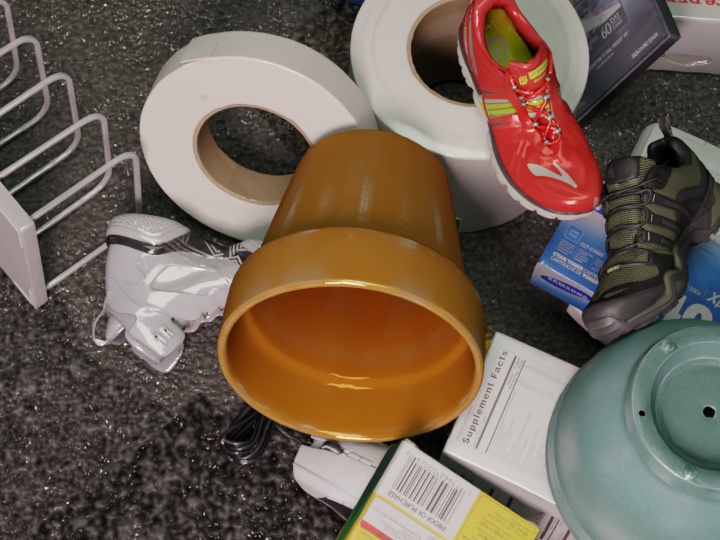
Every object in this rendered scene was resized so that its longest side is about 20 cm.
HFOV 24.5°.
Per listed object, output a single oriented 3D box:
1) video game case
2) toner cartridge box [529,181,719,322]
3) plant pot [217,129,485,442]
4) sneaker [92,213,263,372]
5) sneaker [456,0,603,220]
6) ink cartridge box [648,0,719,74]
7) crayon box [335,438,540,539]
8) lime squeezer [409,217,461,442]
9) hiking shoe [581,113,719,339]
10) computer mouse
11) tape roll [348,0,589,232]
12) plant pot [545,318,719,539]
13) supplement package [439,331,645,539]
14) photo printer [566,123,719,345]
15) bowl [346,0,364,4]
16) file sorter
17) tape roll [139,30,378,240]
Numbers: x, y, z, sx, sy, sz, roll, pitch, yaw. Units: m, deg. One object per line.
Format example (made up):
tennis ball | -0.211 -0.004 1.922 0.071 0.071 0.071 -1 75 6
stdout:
video game case | 0.201 -0.250 1.472 0.019 0.143 0.202 -1 63 -35
toner cartridge box | 0.246 0.013 1.328 0.199 0.043 0.095 29 67 9
plant pot | 0.000 0.000 1.274 0.198 0.201 0.185 6 52 0
sneaker | -0.124 0.030 1.367 0.198 0.075 0.116 14 74 -2
sneaker | 0.129 -0.131 1.289 0.076 0.085 0.201 -23 72 -12
ink cartridge box | 0.302 -0.289 1.520 0.143 0.084 0.202 4 66 -2
crayon box | 0.029 0.244 1.228 0.126 0.051 0.201 33 75 -4
lime squeezer | 0.061 0.058 1.366 0.037 0.071 0.202 13 88 -15
hiking shoe | 0.205 -0.031 1.252 0.101 0.075 0.200 53 47 -15
computer mouse | -0.011 0.150 1.308 0.199 0.044 0.110 32 51 18
tape roll | 0.087 -0.152 1.419 0.200 0.139 0.205 1 67 -2
plant pot | 0.240 0.118 1.187 0.198 0.134 0.202 1 67 -2
supplement package | 0.170 0.151 1.303 0.198 0.110 0.114 24 67 8
photo printer | 0.276 -0.007 1.400 0.165 0.070 0.201 25 68 8
bowl | 0.019 -0.343 1.555 0.198 0.039 0.203 1 66 -2
file sorter | -0.286 -0.102 1.381 0.124 0.139 0.200 -36 72 -20
tape roll | -0.083 -0.105 1.356 0.201 0.204 0.037 14 46 4
